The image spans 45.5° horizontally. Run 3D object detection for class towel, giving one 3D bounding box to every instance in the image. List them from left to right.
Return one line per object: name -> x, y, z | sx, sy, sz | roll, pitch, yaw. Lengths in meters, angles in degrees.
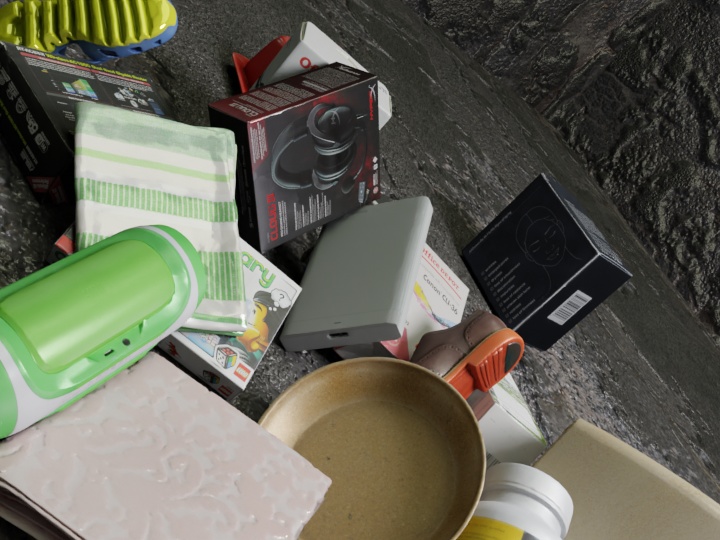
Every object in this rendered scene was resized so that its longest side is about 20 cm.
towel -> -0.170, -0.045, 0.741 | 0.150, 0.023, 0.203 | 7, 63, -32
towel -> -0.130, 0.146, 0.589 | 0.190, 0.033, 0.200 | 33, 22, 8

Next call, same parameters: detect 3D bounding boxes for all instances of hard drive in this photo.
hard drive -> 0.000, 0.000, 0.919 | 0.202, 0.130, 0.026 | -73, 146, -46

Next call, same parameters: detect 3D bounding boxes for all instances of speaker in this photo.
speaker -> -0.196, 0.036, 0.593 | 0.089, 0.089, 0.200 | 46, 38, 5

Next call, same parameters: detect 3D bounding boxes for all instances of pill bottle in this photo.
pill bottle -> 0.100, 0.253, 0.658 | 0.112, 0.112, 0.201 | 40, 49, -9

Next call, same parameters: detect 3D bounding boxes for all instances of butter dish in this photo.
butter dish -> -0.076, -0.279, 1.296 | 0.198, 0.148, 0.201 | 27, 29, -35

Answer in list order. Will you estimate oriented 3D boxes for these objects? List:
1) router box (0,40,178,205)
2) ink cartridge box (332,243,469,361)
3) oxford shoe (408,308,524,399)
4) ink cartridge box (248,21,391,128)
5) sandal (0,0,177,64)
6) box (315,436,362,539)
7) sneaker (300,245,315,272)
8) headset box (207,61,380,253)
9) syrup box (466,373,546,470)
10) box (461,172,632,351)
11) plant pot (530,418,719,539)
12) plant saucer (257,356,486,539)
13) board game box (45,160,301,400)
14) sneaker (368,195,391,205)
router box -> -0.259, -0.137, 0.854 | 0.151, 0.062, 0.199 | 54, 24, 18
ink cartridge box -> 0.055, 0.038, 0.974 | 0.116, 0.067, 0.202 | 44, 45, -26
oxford shoe -> 0.070, 0.112, 0.875 | 0.073, 0.198, 0.072 | 46, -20, 40
ink cartridge box -> -0.076, -0.176, 1.055 | 0.146, 0.200, 0.083 | 35, 24, -19
sandal -> -0.279, -0.248, 0.894 | 0.087, 0.196, 0.081 | 41, 47, -71
box -> 0.047, 0.238, 0.772 | 0.198, 0.041, 0.157 | 21, 32, -43
sneaker -> 0.002, 0.002, 1.056 | 0.199, 0.075, 0.079 | 11, 36, -56
headset box -> -0.073, -0.123, 0.931 | 0.198, 0.151, 0.077 | -27, 39, -35
syrup box -> 0.133, 0.154, 0.964 | 0.078, 0.082, 0.200 | 39, 10, -13
box -> 0.304, -0.013, 1.427 | 0.123, 0.200, 0.198 | 23, 31, -43
plant pot -> 0.223, 0.253, 0.800 | 0.177, 0.200, 0.200 | 45, 0, 20
plant saucer -> 0.004, 0.163, 0.698 | 0.036, 0.197, 0.202 | 79, -9, -47
board game box -> -0.159, 0.004, 0.762 | 0.199, 0.035, 0.127 | 39, 49, -13
sneaker -> 0.036, -0.052, 1.202 | 0.098, 0.071, 0.201 | 28, 24, -24
